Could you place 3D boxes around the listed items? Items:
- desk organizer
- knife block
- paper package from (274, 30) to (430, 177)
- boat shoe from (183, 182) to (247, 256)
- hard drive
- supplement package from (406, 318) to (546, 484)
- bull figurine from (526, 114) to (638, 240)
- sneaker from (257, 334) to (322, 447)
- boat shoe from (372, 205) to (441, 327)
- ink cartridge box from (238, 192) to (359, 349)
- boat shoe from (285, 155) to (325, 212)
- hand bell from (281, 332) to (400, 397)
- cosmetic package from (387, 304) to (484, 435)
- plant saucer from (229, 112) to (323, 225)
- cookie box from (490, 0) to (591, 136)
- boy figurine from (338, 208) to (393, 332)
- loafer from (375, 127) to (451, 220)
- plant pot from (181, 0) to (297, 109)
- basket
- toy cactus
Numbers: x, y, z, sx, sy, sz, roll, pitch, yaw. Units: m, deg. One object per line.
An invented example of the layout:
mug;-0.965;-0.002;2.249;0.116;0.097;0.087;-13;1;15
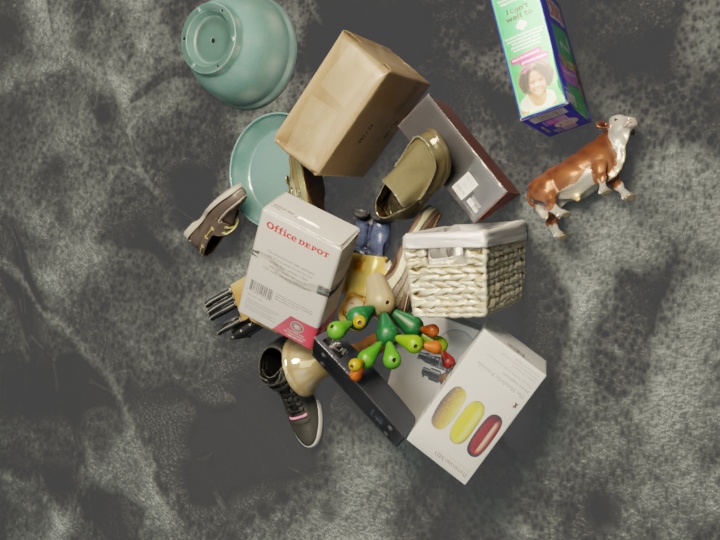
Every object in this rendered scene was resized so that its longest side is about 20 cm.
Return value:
desk organizer;0.154;-0.172;1.406;0.072;0.077;0.201;-43;72;22
knife block;-0.184;0.032;1.597;0.174;0.064;0.203;23;101;25
paper package;-0.010;-0.254;1.429;0.103;0.190;0.201;42;109;16
boat shoe;-0.248;-0.088;1.603;0.060;0.072;0.199;54;137;0
hard drive;0.005;0.179;1.390;0.042;0.135;0.200;-41;80;-15
supplement package;0.173;0.191;1.333;0.113;0.109;0.201;35;101;7
bull figurine;0.330;-0.137;1.310;0.199;0.065;0.123;-36;42;31
sneaker;-0.126;0.210;1.549;0.070;0.099;0.203;-16;85;25
boat shoe;0.088;-0.002;1.434;0.074;0.075;0.204;28;81;7
ink cartridge box;-0.099;0.000;1.442;0.143;0.084;0.202;26;123;12
boat shoe;-0.096;-0.107;1.501;0.062;0.073;0.204;-13;82;25
hand bell;-0.021;0.135;1.485;0.198;0.104;0.106;-19;82;29
cosmetic package;0.124;0.172;1.443;0.149;0.051;0.203;19;99;29
plant saucer;-0.141;-0.174;1.587;0.197;0.036;0.204;1;92;28
cookie box;0.258;-0.309;1.297;0.074;0.171;0.203;-17;83;24
boy figurine;0.000;0.000;1.500;0.123;0.064;0.203;15;94;25
loafer;0.078;-0.135;1.383;0.076;0.067;0.201;52;147;19
plant pot;-0.227;-0.391;1.575;0.197;0.134;0.204;1;91;27
basket;0.162;-0.004;1.341;0.134;0.199;0.126;-2;96;28
toy cactus;0.037;0.082;1.335;0.103;0.197;0.167;111;156;-46
